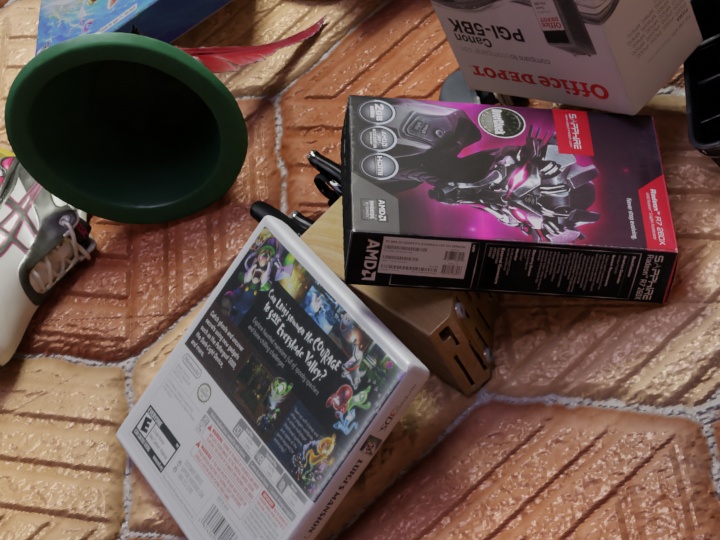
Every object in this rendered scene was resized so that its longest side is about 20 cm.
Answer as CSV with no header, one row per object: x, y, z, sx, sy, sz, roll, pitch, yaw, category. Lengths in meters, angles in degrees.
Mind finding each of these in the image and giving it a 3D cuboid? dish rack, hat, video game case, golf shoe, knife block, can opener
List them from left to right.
-0.244,-0.013,1.481,0.088,0.077,0.200,-8,47,15,golf shoe
-0.181,-0.246,1.640,0.200,0.045,0.181,-30,42,30,video game case
-0.155,-0.147,1.499,0.166,0.200,0.176,-36,32,30,hat
-0.060,0.085,1.253,0.182,0.023,0.200,-55,39,9,video game case
0.000,0.000,1.312,0.175,0.064,0.200,-14,44,23,knife block
0.073,-0.171,1.442,0.067,0.053,0.200,-25,40,10,can opener
0.301,-0.142,1.251,0.200,0.055,0.154,-21,42,25,dish rack

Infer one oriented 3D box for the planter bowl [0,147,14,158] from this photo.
-0.368,-0.051,1.592,0.200,0.083,0.201,-19,42,18,planter bowl

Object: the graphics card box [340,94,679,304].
0.088,-0.044,1.235,0.200,0.051,0.126,3,46,-4,graphics card box

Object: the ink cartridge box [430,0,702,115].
0.108,-0.203,1.256,0.147,0.200,0.083,14,52,43,ink cartridge box
